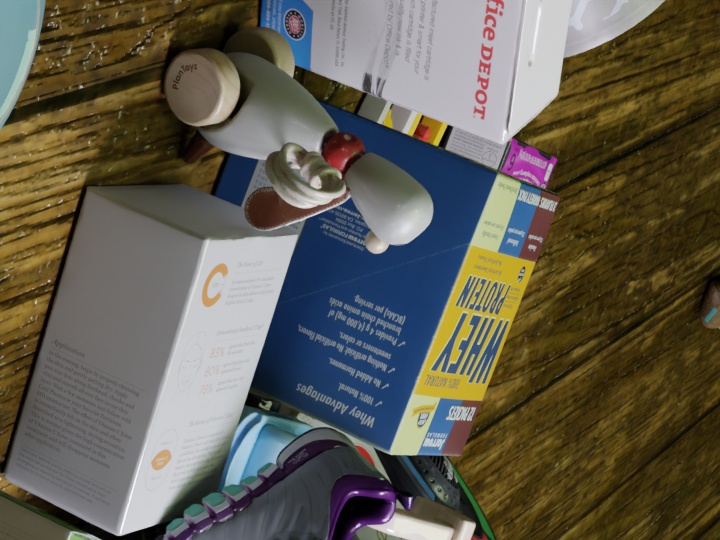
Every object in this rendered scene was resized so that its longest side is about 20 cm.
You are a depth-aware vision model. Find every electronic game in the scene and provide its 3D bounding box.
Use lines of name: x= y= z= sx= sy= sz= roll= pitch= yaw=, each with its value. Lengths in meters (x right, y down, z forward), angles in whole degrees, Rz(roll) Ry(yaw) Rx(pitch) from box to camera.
electronic game: x=0.054 y=0.168 z=1.913 sx=0.042 sy=0.201 sz=0.200 roll=-36 pitch=158 yaw=7

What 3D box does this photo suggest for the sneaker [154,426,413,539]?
sneaker: x=-0.060 y=0.181 z=1.491 sx=0.200 sy=0.087 sz=0.075 roll=-39 pitch=137 yaw=-24

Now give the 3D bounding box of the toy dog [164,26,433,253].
toy dog: x=-0.052 y=-0.070 z=1.486 sx=0.131 sy=0.200 sz=0.097 roll=0 pitch=131 yaw=-39

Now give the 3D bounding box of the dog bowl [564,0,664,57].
dog bowl: x=0.155 y=-0.247 z=1.753 sx=0.201 sy=0.199 sz=0.059 roll=-55 pitch=132 yaw=-27

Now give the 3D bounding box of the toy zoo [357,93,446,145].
toy zoo: x=0.020 y=-0.091 z=1.803 sx=0.201 sy=0.020 sz=0.131 roll=-65 pitch=157 yaw=-7

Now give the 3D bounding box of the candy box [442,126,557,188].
candy box: x=0.091 y=-0.021 z=1.973 sx=0.136 sy=0.061 sz=0.201 roll=12 pitch=100 yaw=-68

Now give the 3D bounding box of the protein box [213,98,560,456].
protein box: x=0.000 y=0.000 z=1.609 sx=0.135 sy=0.198 sz=0.201 roll=11 pitch=101 yaw=-66

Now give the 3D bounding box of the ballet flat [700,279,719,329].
ballet flat: x=0.475 y=0.041 z=2.896 sx=0.072 sy=0.068 sz=0.200 roll=-55 pitch=163 yaw=23

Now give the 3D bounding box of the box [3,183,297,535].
box: x=-0.135 y=0.054 z=1.488 sx=0.124 sy=0.097 sz=0.201 roll=-6 pitch=116 yaw=-64

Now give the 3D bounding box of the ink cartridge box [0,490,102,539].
ink cartridge box: x=-0.246 y=0.233 z=1.394 sx=0.201 sy=0.103 sz=0.059 roll=-65 pitch=156 yaw=-8

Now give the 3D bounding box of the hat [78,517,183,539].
hat: x=-0.162 y=0.210 z=1.568 sx=0.200 sy=0.081 sz=0.201 roll=-30 pitch=152 yaw=-17

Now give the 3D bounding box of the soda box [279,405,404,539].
soda box: x=-0.013 y=0.190 z=1.788 sx=0.064 sy=0.068 sz=0.201 roll=-40 pitch=107 yaw=-48

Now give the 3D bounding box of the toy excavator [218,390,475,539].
toy excavator: x=-0.034 y=0.161 z=1.672 sx=0.100 sy=0.199 sz=0.194 roll=-67 pitch=155 yaw=0

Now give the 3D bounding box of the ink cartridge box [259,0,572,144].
ink cartridge box: x=0.038 y=-0.191 z=1.519 sx=0.084 sy=0.199 sz=0.147 roll=-41 pitch=146 yaw=-47

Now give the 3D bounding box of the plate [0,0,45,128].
plate: x=-0.221 y=-0.121 z=1.231 sx=0.200 sy=0.025 sz=0.201 roll=-49 pitch=152 yaw=-38
